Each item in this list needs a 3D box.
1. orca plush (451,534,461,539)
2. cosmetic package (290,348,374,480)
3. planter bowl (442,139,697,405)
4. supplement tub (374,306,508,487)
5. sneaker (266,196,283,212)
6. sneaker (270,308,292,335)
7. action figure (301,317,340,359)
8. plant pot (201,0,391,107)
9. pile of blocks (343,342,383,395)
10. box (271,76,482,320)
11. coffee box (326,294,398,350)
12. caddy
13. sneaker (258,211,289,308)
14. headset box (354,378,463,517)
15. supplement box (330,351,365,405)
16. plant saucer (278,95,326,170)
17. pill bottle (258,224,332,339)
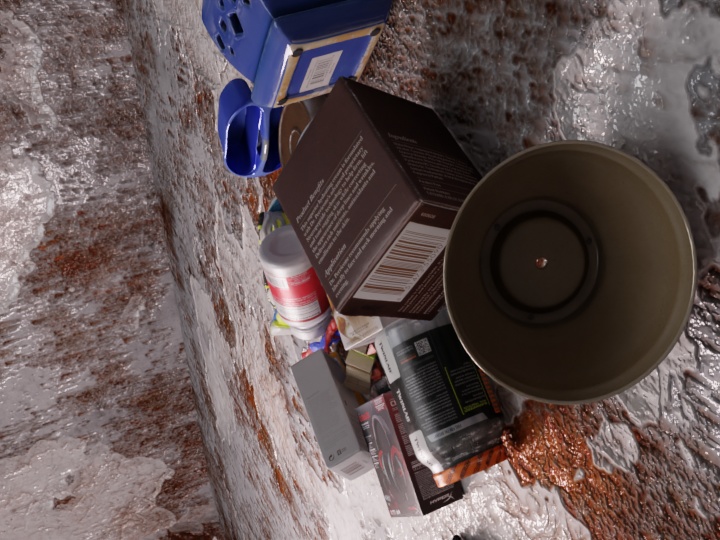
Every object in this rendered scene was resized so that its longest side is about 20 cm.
[{"bbox_3d":[0.146,0.437,1.133,0.103,0.072,0.202,19,142,9],"label":"orca plush"},{"bbox_3d":[-0.042,0.245,1.296,0.102,0.073,0.203,48,-165,-56],"label":"cosmetic package"},{"bbox_3d":[0.165,-0.003,0.651,0.135,0.195,0.206,-56,-48,-84],"label":"planter bowl"},{"bbox_3d":[0.103,0.156,0.950,0.204,0.120,0.123,69,157,16],"label":"supplement tub"},{"bbox_3d":[-0.155,-0.083,1.488,0.082,0.074,0.203,-94,17,-51],"label":"sneaker"},{"bbox_3d":[-0.142,0.068,1.573,0.199,0.074,0.108,-36,59,59],"label":"sneaker"},{"bbox_3d":[-0.046,0.118,1.354,0.052,0.065,0.201,56,145,13],"label":"action figure"},{"bbox_3d":[-0.081,-0.341,1.002,0.183,0.196,0.200,63,155,11],"label":"plant pot"},{"bbox_3d":[0.015,0.141,1.259,0.061,0.083,0.202,20,148,10],"label":"pile of blocks"},{"bbox_3d":[0.032,-0.075,0.859,0.167,0.162,0.202,-51,52,30],"label":"box"},{"bbox_3d":[0.000,0.000,1.132,0.114,0.078,0.205,-34,72,51],"label":"coffee box"},{"bbox_3d":[-0.183,-0.253,1.368,0.202,0.138,0.107,108,145,-54],"label":"caddy"},{"bbox_3d":[-0.148,-0.015,1.434,0.076,0.074,0.205,-100,5,-58],"label":"sneaker"},{"bbox_3d":[0.067,0.267,1.168,0.205,0.073,0.149,71,158,11],"label":"headset box"},{"bbox_3d":[-0.032,0.250,1.409,0.068,0.067,0.202,98,151,-42],"label":"supplement box"},{"bbox_3d":[-0.094,-0.204,1.239,0.199,0.031,0.206,23,116,60],"label":"plant saucer"},{"bbox_3d":[-0.109,0.027,1.374,0.113,0.110,0.203,51,161,45],"label":"pill bottle"}]
